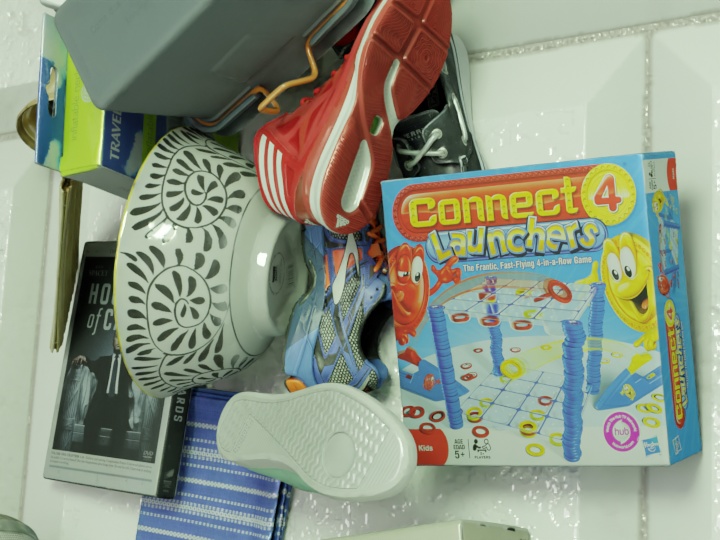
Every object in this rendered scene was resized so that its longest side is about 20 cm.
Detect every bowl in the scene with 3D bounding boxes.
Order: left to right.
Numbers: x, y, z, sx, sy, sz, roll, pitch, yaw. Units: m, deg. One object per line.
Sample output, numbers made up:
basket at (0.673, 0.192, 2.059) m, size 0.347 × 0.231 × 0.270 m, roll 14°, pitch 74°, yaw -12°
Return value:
bowl at (-0.095, 0.000, 1.190) m, size 0.093 × 0.201 × 0.203 m, roll 7°, pitch 82°, yaw 19°

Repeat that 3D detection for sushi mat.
sushi mat at (-0.233, -0.031, 1.290) m, size 0.201 × 0.012 × 0.096 m, roll 105°, pitch 170°, yaw -48°

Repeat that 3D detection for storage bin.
storage bin at (-0.106, -0.177, 1.112) m, size 0.200 × 0.134 × 0.147 m, roll -37°, pitch 74°, yaw 36°

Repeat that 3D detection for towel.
towel at (-0.119, 0.192, 1.247) m, size 0.144 × 0.024 × 0.202 m, roll 4°, pitch 81°, yaw 35°

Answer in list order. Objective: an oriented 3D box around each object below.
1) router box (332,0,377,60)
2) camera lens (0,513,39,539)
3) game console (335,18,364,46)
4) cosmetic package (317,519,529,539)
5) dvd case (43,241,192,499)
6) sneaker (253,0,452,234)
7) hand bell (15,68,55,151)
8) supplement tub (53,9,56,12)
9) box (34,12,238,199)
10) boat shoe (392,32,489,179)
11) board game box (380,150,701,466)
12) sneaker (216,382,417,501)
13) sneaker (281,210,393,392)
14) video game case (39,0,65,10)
router box at (0.000, -0.272, 1.259) m, size 0.150 × 0.062 × 0.201 m, roll -44°, pitch 59°, yaw 16°
camera lens at (-0.297, 0.303, 1.254) m, size 0.160 × 0.159 × 0.201 m, roll -43°, pitch 59°, yaw 17°
game console at (-0.055, -0.291, 1.209) m, size 0.198 × 0.119 × 0.174 m, roll 24°, pitch 123°, yaw 12°
cosmetic package at (0.010, 0.220, 1.106) m, size 0.198 × 0.103 × 0.074 m, roll -15°, pitch 71°, yaw 31°
dvd case at (-0.188, 0.076, 1.308) m, size 0.149 × 0.025 × 0.202 m, roll 0°, pitch 79°, yaw 44°
sneaker at (-0.018, -0.128, 1.148) m, size 0.115 × 0.078 × 0.202 m, roll 11°, pitch 70°, yaw 44°
hand bell at (-0.233, -0.203, 1.400) m, size 0.103 × 0.104 × 0.202 m, roll -15°, pitch 57°, yaw 30°
supplement tub at (-0.224, -0.289, 1.327) m, size 0.122 × 0.122 × 0.201 m, roll -29°, pitch 89°, yaw 24°
box at (-0.166, -0.114, 1.246) m, size 0.047 × 0.199 × 0.123 m, roll -7°, pitch 74°, yaw 29°
boat shoe at (0.052, -0.094, 1.176) m, size 0.071 × 0.068 × 0.202 m, roll -15°, pitch 70°, yaw 30°
board game box at (0.117, 0.028, 1.078) m, size 0.198 × 0.056 × 0.198 m, roll -5°, pitch 92°, yaw 33°
sneaker at (0.000, 0.124, 1.118) m, size 0.199 × 0.117 × 0.075 m, roll 4°, pitch 77°, yaw 53°
sneaker at (0.000, 0.000, 1.196) m, size 0.078 × 0.075 × 0.203 m, roll 7°, pitch 88°, yaw 23°
video game case at (-0.135, -0.278, 1.248) m, size 0.180 × 0.023 × 0.202 m, roll 16°, pitch 88°, yaw 5°
